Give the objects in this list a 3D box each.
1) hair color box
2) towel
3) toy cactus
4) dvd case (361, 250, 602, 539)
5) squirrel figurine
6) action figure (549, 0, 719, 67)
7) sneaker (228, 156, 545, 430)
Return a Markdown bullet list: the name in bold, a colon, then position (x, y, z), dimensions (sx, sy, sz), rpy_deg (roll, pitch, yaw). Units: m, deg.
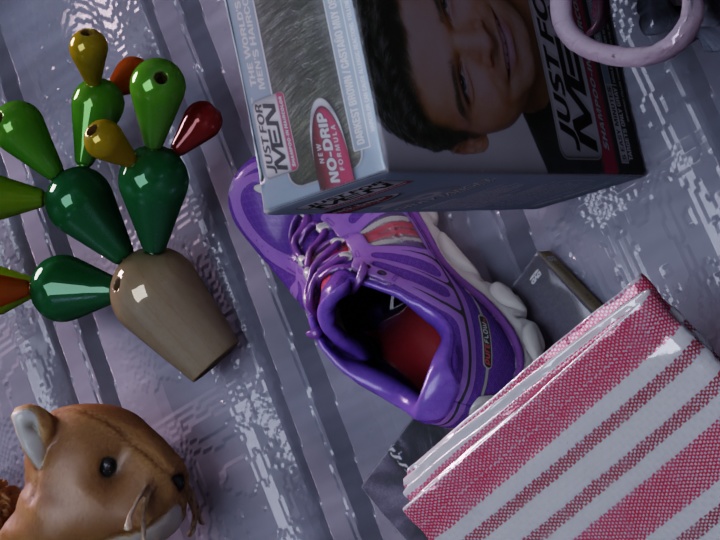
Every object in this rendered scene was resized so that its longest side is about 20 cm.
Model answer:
- **hair color box**: position (0.034, -0.078, 0.772), dimensions (0.060, 0.199, 0.100), rpy_deg (-16, 83, 35)
- **towel**: position (0.127, 0.118, 0.781), dimensions (0.200, 0.030, 0.146), rpy_deg (48, 116, 1)
- **toy cactus**: position (-0.124, -0.017, 0.973), dimensions (0.200, 0.102, 0.165), rpy_deg (-42, 87, 27)
- **dvd case**: position (0.102, 0.114, 0.845), dimensions (0.200, 0.016, 0.149), rpy_deg (48, 117, 24)
- **squirrel figurine**: position (-0.168, 0.156, 0.972), dimensions (0.199, 0.141, 0.188), rpy_deg (6, 89, 32)
- **action figure**: position (0.109, -0.188, 0.755), dimensions (0.133, 0.148, 0.202), rpy_deg (7, 110, 41)
- **sneaker**: position (0.000, 0.000, 0.866), dimensions (0.200, 0.083, 0.081), rpy_deg (41, 112, 39)
